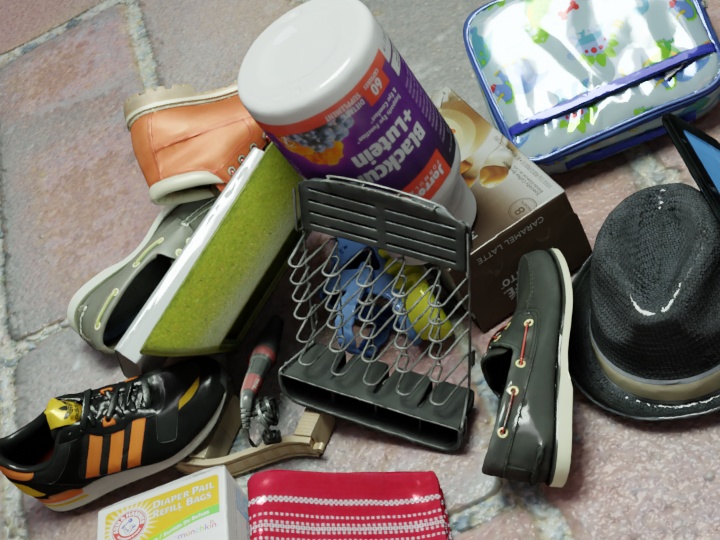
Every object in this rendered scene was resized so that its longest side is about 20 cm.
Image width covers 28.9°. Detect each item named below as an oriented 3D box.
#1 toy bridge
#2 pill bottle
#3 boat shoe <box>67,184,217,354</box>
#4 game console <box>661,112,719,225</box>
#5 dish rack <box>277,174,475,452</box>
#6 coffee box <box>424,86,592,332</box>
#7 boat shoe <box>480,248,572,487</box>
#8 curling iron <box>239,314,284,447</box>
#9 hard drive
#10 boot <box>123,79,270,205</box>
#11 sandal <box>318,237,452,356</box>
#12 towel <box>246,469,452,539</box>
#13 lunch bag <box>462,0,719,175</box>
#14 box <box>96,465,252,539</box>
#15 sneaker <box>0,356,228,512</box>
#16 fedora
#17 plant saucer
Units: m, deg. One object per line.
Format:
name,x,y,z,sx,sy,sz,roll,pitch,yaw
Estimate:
toy bridge,-0.114,0.132,1.116,0.199,0.027,0.067,2,51,31
pill bottle,0.006,-0.094,1.027,0.111,0.200,0.112,-20,45,22
boat shoe,-0.171,-0.003,1.256,0.202,0.072,0.060,-43,41,-10
game console,0.334,-0.051,0.985,0.175,0.117,0.200,-22,41,8
dish rack,0.012,0.028,1.009,0.153,0.201,0.055,15,43,20
coffee box,0.085,-0.055,1.156,0.114,0.080,0.200,-34,40,-3
boat shoe,0.120,0.062,1.011,0.063,0.074,0.202,7,51,1
curling iron,-0.076,0.080,1.104,0.025,0.050,0.200,-11,22,3
hard drive,-0.136,0.001,1.171,0.027,0.132,0.200,32,75,3
boot,-0.104,-0.115,1.251,0.199,0.075,0.108,-12,70,-6
sandal,0.000,0.000,1.154,0.087,0.080,0.200,-31,39,2
towel,0.001,0.211,0.920,0.144,0.023,0.201,3,41,-12
lunch bag,0.199,-0.176,1.179,0.199,0.082,0.162,-21,77,9
box,-0.108,0.248,0.924,0.101,0.113,0.201,-21,40,10
sneaker,-0.199,0.121,1.094,0.200,0.090,0.070,-31,49,17
fedora,0.220,0.007,1.005,0.200,0.092,0.201,-16,41,15
plant saucer,-0.090,-0.006,1.129,0.048,0.200,0.200,32,88,2
